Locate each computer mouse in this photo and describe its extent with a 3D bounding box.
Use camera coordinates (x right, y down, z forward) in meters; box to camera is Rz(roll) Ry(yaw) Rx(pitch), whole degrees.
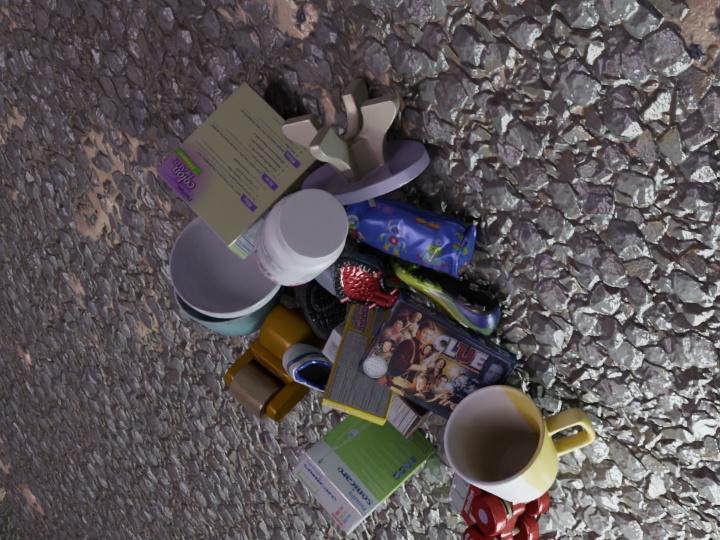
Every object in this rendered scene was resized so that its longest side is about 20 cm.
[{"bbox_3d":[-0.226,-0.040,1.742,0.058,0.201,0.034,9,157,13],"label":"computer mouse"}]

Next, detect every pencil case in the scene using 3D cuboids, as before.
[{"bbox_3d":[0.067,-0.060,1.436,0.199,0.078,0.087,21,141,12],"label":"pencil case"}]

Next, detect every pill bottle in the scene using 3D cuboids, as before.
[{"bbox_3d":[-0.083,-0.047,1.407,0.114,0.113,0.200,56,164,-1],"label":"pill bottle"}]

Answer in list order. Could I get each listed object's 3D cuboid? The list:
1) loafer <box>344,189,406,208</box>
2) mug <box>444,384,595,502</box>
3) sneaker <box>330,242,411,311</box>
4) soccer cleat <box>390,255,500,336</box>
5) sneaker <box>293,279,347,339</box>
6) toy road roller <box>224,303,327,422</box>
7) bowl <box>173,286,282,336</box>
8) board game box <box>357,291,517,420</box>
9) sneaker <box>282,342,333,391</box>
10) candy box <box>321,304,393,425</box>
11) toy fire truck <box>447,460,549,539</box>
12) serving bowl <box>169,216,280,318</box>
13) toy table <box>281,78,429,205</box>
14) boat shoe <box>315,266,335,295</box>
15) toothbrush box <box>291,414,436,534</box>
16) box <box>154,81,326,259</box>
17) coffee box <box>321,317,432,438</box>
[{"bbox_3d":[-0.022,-0.094,1.533,0.199,0.072,0.063,2,104,18],"label":"loafer"},{"bbox_3d":[0.234,0.269,1.457,0.186,0.150,0.153,8,155,33],"label":"mug"},{"bbox_3d":[0.000,0.000,1.522,0.079,0.200,0.096,-33,65,13],"label":"sneaker"},{"bbox_3d":[0.122,0.034,1.501,0.200,0.065,0.084,31,145,30],"label":"soccer cleat"},{"bbox_3d":[-0.078,0.027,1.684,0.091,0.075,0.201,120,137,-61],"label":"sneaker"},{"bbox_3d":[-0.143,0.149,1.756,0.123,0.200,0.146,34,157,23],"label":"toy road roller"},{"bbox_3d":[-0.221,0.038,1.786,0.200,0.201,0.105,29,155,29],"label":"bowl"},{"bbox_3d":[0.114,0.138,1.496,0.199,0.035,0.136,28,109,-5],"label":"board game box"},{"bbox_3d":[-0.033,0.181,1.676,0.088,0.199,0.076,-120,43,-69],"label":"sneaker"},{"bbox_3d":[0.014,0.132,1.555,0.102,0.201,0.026,19,148,-1],"label":"candy box"},{"bbox_3d":[0.206,0.364,1.625,0.168,0.112,0.201,49,145,39],"label":"toy fire truck"},{"bbox_3d":[-0.212,-0.007,1.669,0.200,0.200,0.066,37,165,22],"label":"serving bowl"},{"bbox_3d":[-0.014,-0.175,1.412,0.199,0.184,0.117,-16,121,20],"label":"toy table"},{"bbox_3d":[-0.057,-0.041,1.600,0.200,0.091,0.071,42,165,16],"label":"boat shoe"},{"bbox_3d":[0.007,0.325,1.720,0.146,0.200,0.086,45,141,11],"label":"toothbrush box"},{"bbox_3d":[-0.181,-0.154,1.564,0.176,0.200,0.097,44,177,14],"label":"box"},{"bbox_3d":[0.051,0.155,1.620,0.200,0.113,0.080,44,143,14],"label":"coffee box"}]
